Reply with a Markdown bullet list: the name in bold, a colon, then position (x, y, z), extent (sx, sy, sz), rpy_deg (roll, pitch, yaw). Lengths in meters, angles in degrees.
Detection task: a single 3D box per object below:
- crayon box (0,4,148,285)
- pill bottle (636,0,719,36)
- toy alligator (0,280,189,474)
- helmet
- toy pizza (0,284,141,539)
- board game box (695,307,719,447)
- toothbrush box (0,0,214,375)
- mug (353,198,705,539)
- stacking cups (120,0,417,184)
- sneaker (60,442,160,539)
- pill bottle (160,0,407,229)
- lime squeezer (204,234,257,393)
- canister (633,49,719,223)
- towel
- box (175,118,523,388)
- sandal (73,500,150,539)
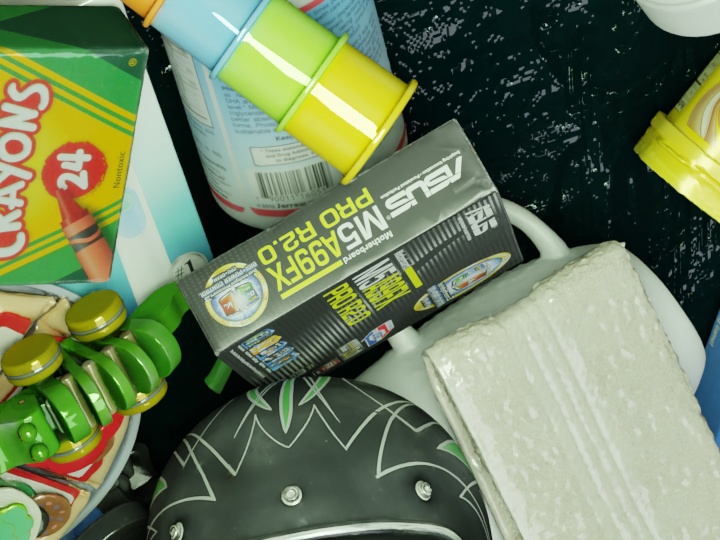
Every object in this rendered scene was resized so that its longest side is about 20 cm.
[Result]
- **crayon box**: position (-0.205, -0.056, 1.215), extent (0.199, 0.051, 0.127), rpy_deg (-3, 122, -24)
- **pill bottle**: position (0.146, -0.218, 1.364), extent (0.114, 0.114, 0.200), rpy_deg (-40, 132, 2)
- **toy alligator**: position (-0.151, 0.069, 1.285), extent (0.200, 0.054, 0.059), rpy_deg (-36, 118, -22)
- **helmet**: position (-0.021, 0.148, 1.373), extent (0.199, 0.200, 0.191), rpy_deg (-15, 102, -20)
- **toy pizza**: position (-0.202, 0.090, 1.332), extent (0.200, 0.032, 0.201), rpy_deg (-15, 130, -18)
- **board game box**: position (0.299, 0.026, 1.667), extent (0.152, 0.045, 0.201), rpy_deg (0, 120, -29)
- **toothbrush box**: position (-0.170, -0.052, 1.324), extent (0.146, 0.085, 0.200), rpy_deg (-25, 129, -10)
- **mug**: position (0.090, 0.051, 1.518), extent (0.175, 0.148, 0.200), rpy_deg (-37, 102, -8)
- **stacking cups**: position (-0.072, -0.118, 1.230), extent (0.200, 0.061, 0.061), rpy_deg (33, 105, -3)
- **sneaker**: position (-0.188, 0.106, 1.428), extent (0.111, 0.077, 0.200), rpy_deg (-44, 136, 13)
- **pill bottle**: position (-0.046, -0.126, 1.325), extent (0.109, 0.109, 0.200), rpy_deg (-25, 131, -12)
- **lime squeezer**: position (-0.025, -0.011, 1.466), extent (0.200, 0.038, 0.071), rpy_deg (-45, 132, 4)
- **canister**: position (0.275, -0.103, 1.514), extent (0.148, 0.087, 0.200), rpy_deg (36, 100, -11)
- **towel**: position (0.128, 0.097, 1.440), extent (0.132, 0.034, 0.200), rpy_deg (-31, 105, -17)
- **box**: position (0.000, 0.000, 1.362), extent (0.160, 0.044, 0.200), rpy_deg (-30, 168, 1)
- **sandal**: position (-0.119, 0.173, 1.467), extent (0.075, 0.045, 0.200), rpy_deg (-42, 166, -4)
